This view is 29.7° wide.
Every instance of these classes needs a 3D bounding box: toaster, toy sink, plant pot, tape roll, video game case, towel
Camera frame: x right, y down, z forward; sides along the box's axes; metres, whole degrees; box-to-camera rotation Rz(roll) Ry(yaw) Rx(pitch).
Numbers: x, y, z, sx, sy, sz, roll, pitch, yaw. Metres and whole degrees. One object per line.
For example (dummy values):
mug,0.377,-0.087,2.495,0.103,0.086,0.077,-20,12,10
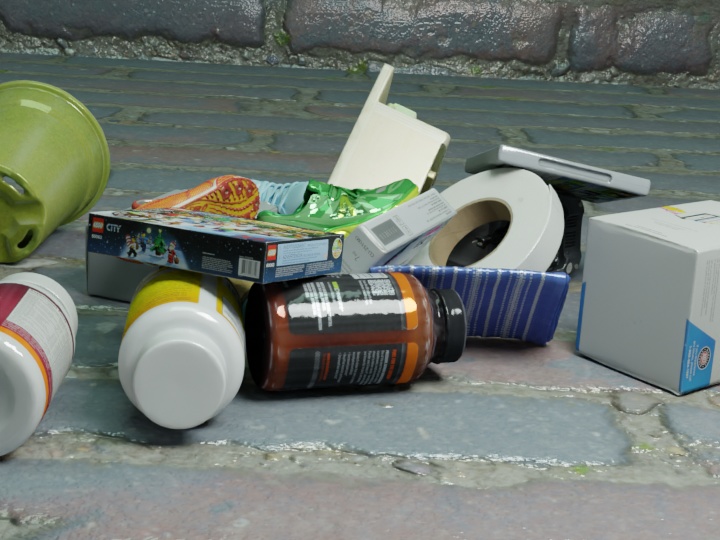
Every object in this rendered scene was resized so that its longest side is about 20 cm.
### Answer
toaster,0.169,-0.044,1.651,0.199,0.115,0.129,-12,18,-40
toy sink,0.035,-0.122,1.639,0.111,0.201,0.131,24,-21,2
plant pot,-0.423,-0.105,1.654,0.198,0.202,0.185,4,28,2
tape roll,0.130,-0.031,1.507,0.201,0.037,0.204,-24,36,19
video game case,0.230,-0.114,1.623,0.180,0.022,0.200,13,-1,-7
towel,0.105,0.036,1.369,0.197,0.024,0.145,2,-27,-1

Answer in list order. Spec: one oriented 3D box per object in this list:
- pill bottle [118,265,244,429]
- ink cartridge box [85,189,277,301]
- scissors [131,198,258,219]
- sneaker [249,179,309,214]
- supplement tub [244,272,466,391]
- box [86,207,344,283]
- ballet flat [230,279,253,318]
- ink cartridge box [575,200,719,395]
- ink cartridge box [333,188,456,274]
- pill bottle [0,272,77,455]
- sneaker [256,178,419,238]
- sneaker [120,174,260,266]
pill bottle,-0.157,0.066,1.201,0.108,0.111,0.200,1,15,-6
ink cartridge box,-0.201,-0.026,1.561,0.144,0.084,0.200,10,18,21
scissors,-0.159,-0.067,1.535,0.198,0.014,0.073,-1,17,-10
sneaker,-0.116,-0.078,1.662,0.082,0.074,0.199,34,-27,-20
supplement tub,-0.003,0.056,1.273,0.198,0.108,0.107,-1,16,-18
box,-0.133,-0.026,1.256,0.198,0.038,0.136,10,9,28
ballet flat,-0.124,0.020,1.401,0.062,0.069,0.200,22,9,9
ink cartridge box,0.344,0.020,1.390,0.198,0.149,0.144,-9,19,-37
ink cartridge box,0.000,0.000,1.436,0.044,0.174,0.200,47,28,7
pill bottle,-0.303,0.072,1.151,0.108,0.111,0.200,2,16,-2
sneaker,-0.023,-0.068,1.495,0.198,0.084,0.074,-21,-7,-20
sneaker,-0.184,-0.061,1.423,0.077,0.074,0.199,14,22,38
